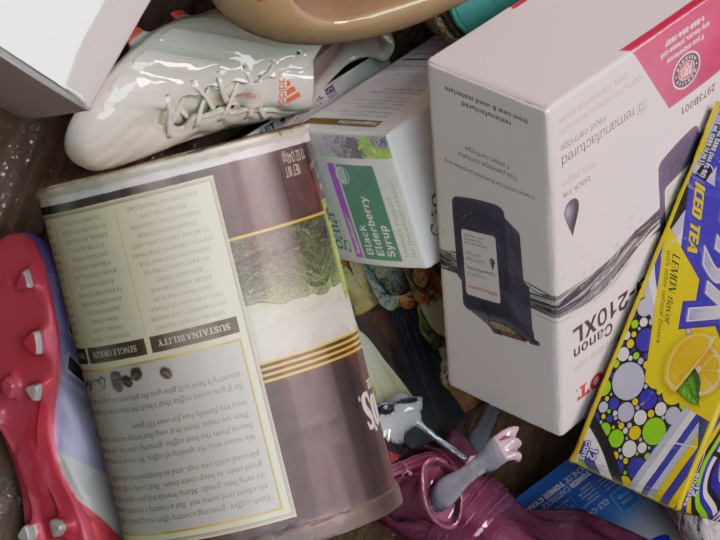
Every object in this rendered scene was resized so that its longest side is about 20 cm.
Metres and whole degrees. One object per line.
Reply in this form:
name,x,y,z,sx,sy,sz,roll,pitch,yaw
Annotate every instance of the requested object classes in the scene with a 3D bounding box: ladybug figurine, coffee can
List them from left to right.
coffee can,-0.072,0.039,1.429,0.145,0.146,0.202,-15,94,-20
ladybug figurine,0.009,-0.185,1.408,0.199,0.072,0.136,-16,138,-14

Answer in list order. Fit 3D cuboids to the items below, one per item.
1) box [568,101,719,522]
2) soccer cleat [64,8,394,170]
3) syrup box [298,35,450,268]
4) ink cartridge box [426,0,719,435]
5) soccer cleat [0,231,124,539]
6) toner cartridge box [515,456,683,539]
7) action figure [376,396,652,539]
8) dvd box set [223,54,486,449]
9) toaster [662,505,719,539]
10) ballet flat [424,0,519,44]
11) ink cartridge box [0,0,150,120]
box,0.184,0.022,1.435,0.064,0.070,0.201,18,94,-58
soccer cleat,-0.067,-0.103,1.479,0.200,0.070,0.078,-34,65,-31
syrup box,0.063,-0.082,1.509,0.200,0.081,0.079,-35,117,-36
ink cartridge box,0.113,-0.040,1.443,0.144,0.084,0.201,-34,134,-35
soccer cleat,-0.153,0.078,1.483,0.076,0.066,0.202,-11,89,-49
toner cartridge box,0.085,0.188,1.550,0.200,0.043,0.095,-36,75,-16
action figure,0.062,0.140,1.504,0.199,0.134,0.149,34,104,12
dvd box set,0.000,0.000,1.548,0.146,0.029,0.201,-32,100,-19
toaster,0.227,0.115,1.550,0.113,0.130,0.200,-35,132,11
ballet flat,0.114,-0.186,1.503,0.199,0.075,0.068,-31,108,-7
ink cartridge box,-0.165,-0.197,1.427,0.144,0.147,0.201,32,79,-17
